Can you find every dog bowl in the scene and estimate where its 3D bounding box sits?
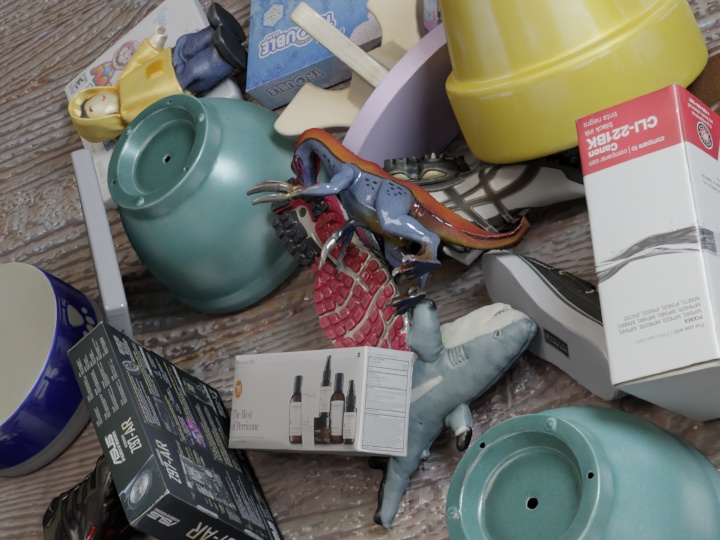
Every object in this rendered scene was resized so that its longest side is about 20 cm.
[{"bbox_3d":[-0.343,0.096,1.576,0.200,0.079,0.200,-19,54,29],"label":"dog bowl"}]

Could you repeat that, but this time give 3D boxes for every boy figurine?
[{"bbox_3d":[-0.207,-0.194,1.625,0.200,0.064,0.124,-25,54,20],"label":"boy figurine"}]

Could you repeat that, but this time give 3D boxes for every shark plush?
[{"bbox_3d":[0.057,0.108,1.250,0.083,0.091,0.200,34,88,37],"label":"shark plush"}]

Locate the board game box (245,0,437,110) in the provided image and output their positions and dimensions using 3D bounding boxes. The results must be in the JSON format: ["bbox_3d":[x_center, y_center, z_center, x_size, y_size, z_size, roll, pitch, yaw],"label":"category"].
[{"bbox_3d":[-0.018,-0.277,1.570,0.200,0.043,0.199,-19,55,29],"label":"board game box"}]

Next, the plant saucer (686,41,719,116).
[{"bbox_3d":[0.290,-0.105,1.233,0.200,0.032,0.200,-19,55,29],"label":"plant saucer"}]

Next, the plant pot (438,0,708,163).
[{"bbox_3d":[0.142,-0.211,1.249,0.201,0.189,0.201,-24,16,8],"label":"plant pot"}]

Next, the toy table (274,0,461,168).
[{"bbox_3d":[0.022,-0.166,1.396,0.200,0.184,0.117,-45,62,-4],"label":"toy table"}]

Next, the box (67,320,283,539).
[{"bbox_3d":[-0.151,0.151,1.334,0.044,0.160,0.200,-41,47,12],"label":"box"}]

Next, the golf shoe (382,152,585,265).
[{"bbox_3d":[0.112,-0.052,1.324,0.200,0.078,0.095,-1,89,31],"label":"golf shoe"}]

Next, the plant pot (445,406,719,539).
[{"bbox_3d":[0.141,0.176,1.107,0.200,0.134,0.200,-19,53,28],"label":"plant pot"}]

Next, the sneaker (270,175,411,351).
[{"bbox_3d":[0.000,0.000,1.373,0.081,0.075,0.200,-43,58,28],"label":"sneaker"}]

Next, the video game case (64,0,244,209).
[{"bbox_3d":[-0.221,-0.185,1.688,0.182,0.024,0.200,-38,47,13],"label":"video game case"}]

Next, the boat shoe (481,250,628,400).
[{"bbox_3d":[0.162,0.036,1.232,0.057,0.069,0.200,-21,34,-19],"label":"boat shoe"}]

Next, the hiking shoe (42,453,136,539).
[{"bbox_3d":[-0.240,0.207,1.429,0.101,0.076,0.200,11,72,38],"label":"hiking shoe"}]

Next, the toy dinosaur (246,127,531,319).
[{"bbox_3d":[0.014,-0.052,1.303,0.200,0.105,0.182,-17,58,-5],"label":"toy dinosaur"}]

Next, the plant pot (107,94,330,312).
[{"bbox_3d":[-0.146,-0.079,1.481,0.200,0.134,0.200,-20,53,28],"label":"plant pot"}]

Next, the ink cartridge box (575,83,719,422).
[{"bbox_3d":[0.229,-0.006,1.117,0.084,0.144,0.200,-19,65,31],"label":"ink cartridge box"}]

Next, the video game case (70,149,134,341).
[{"bbox_3d":[-0.230,0.020,1.476,0.022,0.182,0.200,-12,49,-10],"label":"video game case"}]

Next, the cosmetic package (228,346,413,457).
[{"bbox_3d":[-0.036,0.106,1.294,0.200,0.051,0.083,-9,73,56],"label":"cosmetic package"}]
